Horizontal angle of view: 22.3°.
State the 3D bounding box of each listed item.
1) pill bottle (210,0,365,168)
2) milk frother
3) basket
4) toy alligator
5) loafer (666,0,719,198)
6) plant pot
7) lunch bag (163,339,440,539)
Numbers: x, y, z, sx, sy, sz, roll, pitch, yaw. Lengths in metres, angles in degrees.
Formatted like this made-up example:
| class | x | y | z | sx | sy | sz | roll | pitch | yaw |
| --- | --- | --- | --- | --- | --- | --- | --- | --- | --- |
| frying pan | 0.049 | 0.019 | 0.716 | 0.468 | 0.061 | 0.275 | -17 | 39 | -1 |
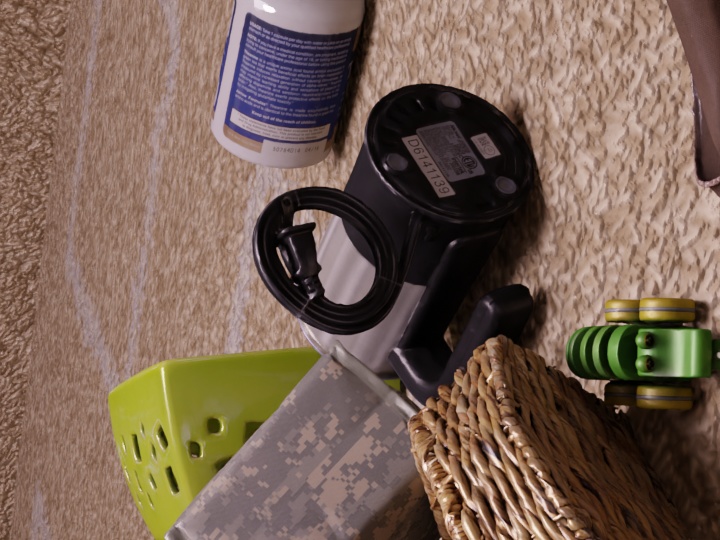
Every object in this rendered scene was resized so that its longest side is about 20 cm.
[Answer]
| class | x | y | z | sx | sy | sz | roll | pitch | yaw |
| --- | --- | --- | --- | --- | --- | --- | --- | --- | --- |
| pill bottle | -0.058 | -0.197 | 1.556 | 0.111 | 0.110 | 0.201 | -113 | 32 | -52 |
| milk frother | 0.000 | 0.000 | 1.222 | 0.188 | 0.199 | 0.181 | 115 | 149 | -49 |
| basket | 0.081 | 0.154 | 0.976 | 0.149 | 0.143 | 0.200 | -46 | 35 | 19 |
| toy alligator | 0.156 | 0.044 | 0.975 | 0.200 | 0.054 | 0.060 | 173 | 99 | -71 |
| loafer | 0.177 | -0.131 | 0.912 | 0.073 | 0.071 | 0.201 | 161 | 111 | -70 |
| plant pot | -0.081 | 0.164 | 1.455 | 0.199 | 0.199 | 0.182 | 153 | 113 | -68 |
| lunch bag | -0.011 | 0.154 | 1.167 | 0.118 | 0.164 | 0.200 | 41 | 176 | 22 |
